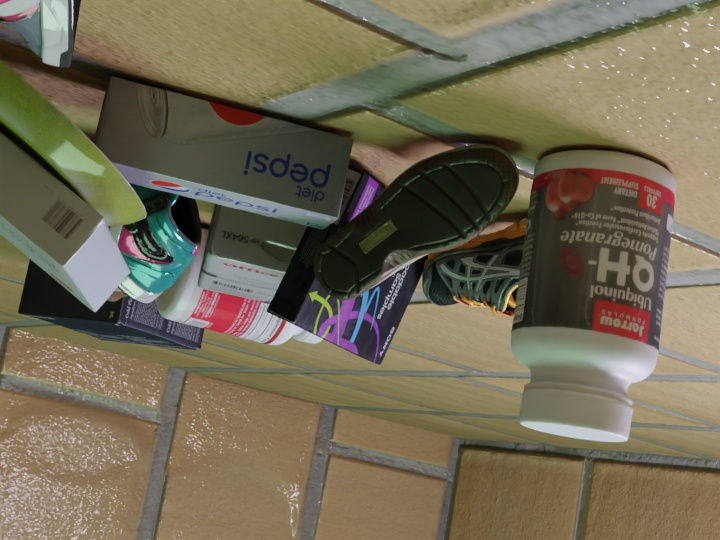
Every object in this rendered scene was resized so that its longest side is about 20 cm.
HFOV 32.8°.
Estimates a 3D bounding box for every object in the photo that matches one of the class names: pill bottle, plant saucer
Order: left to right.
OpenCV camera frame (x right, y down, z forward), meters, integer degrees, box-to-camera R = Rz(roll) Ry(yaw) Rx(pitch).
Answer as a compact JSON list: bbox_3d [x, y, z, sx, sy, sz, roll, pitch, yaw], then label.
[{"bbox_3d":[-0.249,-0.097,0.934,0.199,0.031,0.200,38,166,11],"label":"plant saucer"},{"bbox_3d":[-0.132,0.023,1.445,0.198,0.114,0.112,16,168,-26],"label":"pill bottle"},{"bbox_3d":[0.171,0.021,0.916,0.109,0.203,0.111,9,169,2],"label":"pill bottle"}]

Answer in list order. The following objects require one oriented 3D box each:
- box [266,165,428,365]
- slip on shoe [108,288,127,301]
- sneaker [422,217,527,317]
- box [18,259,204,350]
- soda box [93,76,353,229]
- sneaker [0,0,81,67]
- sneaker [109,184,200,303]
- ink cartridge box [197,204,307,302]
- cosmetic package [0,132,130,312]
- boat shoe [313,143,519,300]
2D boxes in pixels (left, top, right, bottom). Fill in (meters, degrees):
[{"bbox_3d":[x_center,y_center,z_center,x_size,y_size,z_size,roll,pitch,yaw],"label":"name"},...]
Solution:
[{"bbox_3d":[0.000,0.000,1.122,0.036,0.144,0.200,23,176,26],"label":"box"},{"bbox_3d":[-0.280,-0.015,1.186,0.060,0.077,0.199,-34,156,19],"label":"slip on shoe"},{"bbox_3d":[0.127,0.008,1.139,0.077,0.078,0.199,11,160,-34],"label":"sneaker"},{"bbox_3d":[-0.346,0.038,1.743,0.198,0.106,0.182,3,168,31],"label":"box"},{"bbox_3d":[-0.110,-0.091,0.968,0.197,0.069,0.063,14,171,-12],"label":"soda box"},{"bbox_3d":[-0.205,-0.168,0.626,0.119,0.085,0.200,7,162,-7],"label":"sneaker"},{"bbox_3d":[-0.218,-0.071,1.123,0.120,0.084,0.200,-33,116,20],"label":"sneaker"},{"bbox_3d":[-0.085,-0.021,1.249,0.144,0.086,0.200,13,168,-9],"label":"ink cartridge box"},{"bbox_3d":[-0.276,-0.062,0.948,0.199,0.052,0.151,39,169,7],"label":"cosmetic package"},{"bbox_3d":[0.049,-0.047,0.982,0.199,0.072,0.076,-27,-177,33],"label":"boat shoe"}]
